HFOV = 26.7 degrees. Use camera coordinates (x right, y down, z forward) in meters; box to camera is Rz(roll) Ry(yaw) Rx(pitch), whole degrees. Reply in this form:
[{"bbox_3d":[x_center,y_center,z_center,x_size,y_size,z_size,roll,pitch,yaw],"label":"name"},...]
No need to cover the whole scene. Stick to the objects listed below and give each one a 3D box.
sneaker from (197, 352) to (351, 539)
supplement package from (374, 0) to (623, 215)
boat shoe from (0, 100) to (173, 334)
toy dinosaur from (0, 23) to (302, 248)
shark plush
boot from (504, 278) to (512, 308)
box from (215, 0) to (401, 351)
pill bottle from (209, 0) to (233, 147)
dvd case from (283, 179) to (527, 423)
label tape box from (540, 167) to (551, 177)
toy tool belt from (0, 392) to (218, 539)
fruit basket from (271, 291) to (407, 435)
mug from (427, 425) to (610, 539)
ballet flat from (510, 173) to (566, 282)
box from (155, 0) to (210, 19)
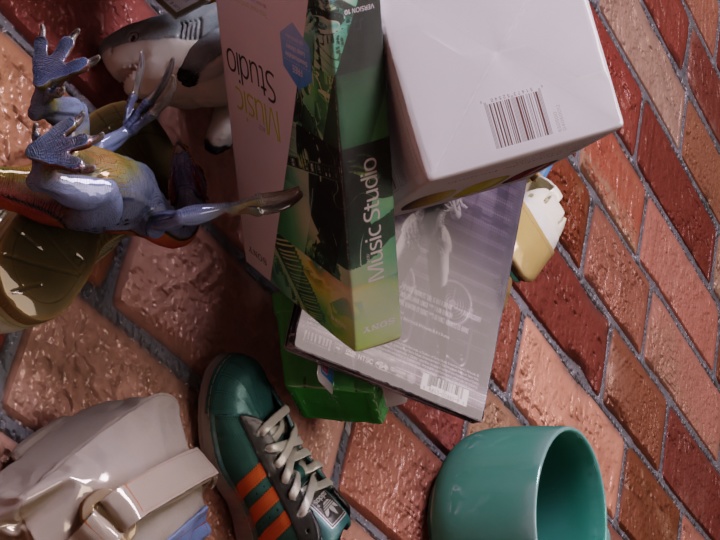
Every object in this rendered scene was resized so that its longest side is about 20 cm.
[{"bbox_3d":[-0.046,0.147,1.009,0.071,0.079,0.202,-38,118,-54],"label":"sneaker"},{"bbox_3d":[0.056,-0.103,0.865,0.200,0.113,0.111,151,-76,-81],"label":"supplement package"},{"bbox_3d":[-0.169,-0.031,0.865,0.073,0.063,0.201,54,34,-22],"label":"boat shoe"},{"bbox_3d":[-0.140,-0.053,0.815,0.182,0.198,0.106,81,-13,-65],"label":"toy dinosaur"},{"bbox_3d":[-0.061,-0.165,0.927,0.083,0.200,0.091,51,1,26],"label":"shark plush"},{"bbox_3d":[0.084,-0.004,1.198,0.200,0.066,0.177,49,27,-61],"label":"boot"},{"bbox_3d":[-0.031,-0.073,0.841,0.036,0.144,0.202,-18,119,-23],"label":"box"},{"bbox_3d":[-0.047,-0.182,1.027,0.109,0.108,0.202,34,58,-52],"label":"pill bottle"},{"bbox_3d":[0.036,-0.020,0.979,0.148,0.016,0.202,23,68,-27],"label":"dvd case"},{"bbox_3d":[0.127,-0.190,1.367,0.145,0.063,0.201,-56,132,-46],"label":"label tape box"},{"bbox_3d":[-0.150,0.159,0.797,0.200,0.124,0.124,-41,112,-53],"label":"toy tool belt"},{"bbox_3d":[0.000,0.000,1.046,0.185,0.093,0.202,77,24,-72],"label":"fruit basket"},{"bbox_3d":[0.130,0.219,1.266,0.186,0.113,0.152,65,36,-31],"label":"mug"},{"bbox_3d":[0.127,-0.045,1.174,0.069,0.063,0.200,57,9,-13],"label":"ballet flat"},{"bbox_3d":[-0.145,-0.262,0.911,0.121,0.032,0.202,39,35,-51],"label":"box"}]
